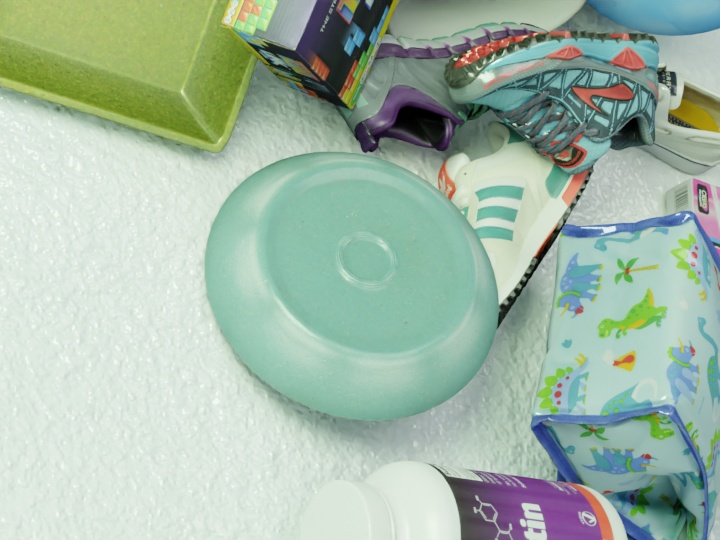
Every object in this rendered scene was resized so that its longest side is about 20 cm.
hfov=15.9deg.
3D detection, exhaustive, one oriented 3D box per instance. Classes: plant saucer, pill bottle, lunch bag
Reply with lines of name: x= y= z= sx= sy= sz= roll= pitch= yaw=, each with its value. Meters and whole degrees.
plant saucer: x=0.000 y=0.000 z=1.667 sx=0.200 sy=0.036 sz=0.200 roll=8 pitch=59 yaw=-14
pill bottle: x=0.065 y=0.181 z=1.623 sx=0.200 sy=0.112 sz=0.113 roll=10 pitch=63 yaw=-34
lunch bag: x=0.200 y=0.084 z=1.771 sx=0.200 sy=0.127 sz=0.170 roll=53 pitch=40 yaw=-46
plant saucer: x=-0.147 y=-0.197 z=1.632 sx=0.200 sy=0.048 sz=0.200 roll=17 pitch=97 yaw=-32

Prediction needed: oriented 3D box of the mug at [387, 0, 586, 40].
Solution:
mug: x=0.050 y=-0.262 z=1.805 sx=0.200 sy=0.148 sz=0.175 roll=1 pitch=65 yaw=-27

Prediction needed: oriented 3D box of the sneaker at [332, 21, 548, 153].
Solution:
sneaker: x=0.065 y=-0.116 z=1.784 sx=0.200 sy=0.074 sz=0.088 roll=-8 pitch=59 yaw=-31

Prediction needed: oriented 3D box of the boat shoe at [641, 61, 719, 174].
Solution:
boat shoe: x=0.209 y=-0.131 z=1.912 sx=0.200 sy=0.070 sz=0.071 roll=24 pitch=56 yaw=-28

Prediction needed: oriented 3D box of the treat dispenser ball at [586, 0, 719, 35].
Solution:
treat dispenser ball: x=0.234 y=-0.275 z=1.912 sx=0.201 sy=0.201 sz=0.201 roll=17 pitch=60 yaw=-31

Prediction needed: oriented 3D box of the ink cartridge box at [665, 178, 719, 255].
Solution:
ink cartridge box: x=0.317 y=0.002 z=1.958 sx=0.200 sy=0.037 sz=0.095 roll=18 pitch=59 yaw=-33

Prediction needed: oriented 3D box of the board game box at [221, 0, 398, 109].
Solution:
board game box: x=-0.007 y=-0.219 z=1.650 sx=0.057 sy=0.165 sz=0.200 roll=21 pitch=86 yaw=14

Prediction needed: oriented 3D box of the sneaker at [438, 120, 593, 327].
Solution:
sneaker: x=0.082 y=-0.026 z=1.777 sx=0.093 sy=0.070 sz=0.200 roll=32 pitch=54 yaw=5

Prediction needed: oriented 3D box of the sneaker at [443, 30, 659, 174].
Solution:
sneaker: x=0.141 y=-0.114 z=1.757 sx=0.200 sy=0.079 sz=0.096 roll=-5 pitch=87 yaw=-43
